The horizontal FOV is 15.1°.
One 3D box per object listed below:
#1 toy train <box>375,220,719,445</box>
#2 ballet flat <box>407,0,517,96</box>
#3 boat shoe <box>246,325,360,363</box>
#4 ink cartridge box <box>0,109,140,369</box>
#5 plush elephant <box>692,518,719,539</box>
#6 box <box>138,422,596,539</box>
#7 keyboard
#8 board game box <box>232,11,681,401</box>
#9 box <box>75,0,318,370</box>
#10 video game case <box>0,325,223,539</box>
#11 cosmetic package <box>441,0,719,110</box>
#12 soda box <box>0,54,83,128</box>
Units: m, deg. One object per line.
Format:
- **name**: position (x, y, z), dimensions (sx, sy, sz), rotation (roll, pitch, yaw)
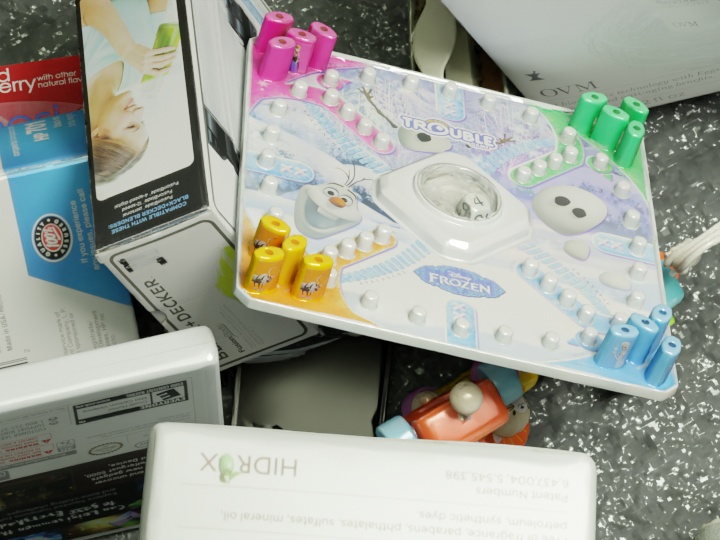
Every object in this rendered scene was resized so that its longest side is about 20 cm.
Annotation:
- **toy train**: position (0.094, 0.052, 1.295), dimensions (0.200, 0.150, 0.056), rotation (-30, 91, -16)
- **ballet flat**: position (0.049, -0.066, 1.368), dimensions (0.067, 0.064, 0.200), rotation (-12, 68, 24)
- **boat shoe**: position (0.000, 0.000, 1.302), dimensions (0.199, 0.068, 0.072), rotation (-8, 86, 3)
- **ink cartridge box**: position (-0.209, 0.021, 1.284), dimensions (0.199, 0.086, 0.147), rotation (-12, 111, -5)
- **plush elephant**: position (0.241, 0.152, 1.271), dimensions (0.200, 0.155, 0.165), rotation (19, 23, -29)
- **box**: position (-0.003, 0.178, 1.214), dimensions (0.199, 0.199, 0.172), rotation (5, 71, -1)
- **keyboard**: position (-0.031, 0.004, 1.358), dimensions (0.104, 0.040, 0.201), rotation (6, 82, 3)
- **board game box**: position (0.045, -0.035, 1.231), dimensions (0.199, 0.026, 0.200), rotation (13, 38, -10)
- **box**: position (-0.079, -0.066, 1.274), dimensions (0.060, 0.117, 0.200), rotation (-20, 51, 16)
- **video game case**: position (-0.161, 0.090, 1.247), dimensions (0.199, 0.182, 0.023), rotation (-13, 65, -7)
- **cosmetic package**: position (0.145, -0.178, 1.304), dimensions (0.199, 0.200, 0.123), rotation (-13, 63, 21)
- **soda box**: position (-0.201, -0.057, 1.353), dimensions (0.199, 0.070, 0.064), rotation (-8, 69, -6)
